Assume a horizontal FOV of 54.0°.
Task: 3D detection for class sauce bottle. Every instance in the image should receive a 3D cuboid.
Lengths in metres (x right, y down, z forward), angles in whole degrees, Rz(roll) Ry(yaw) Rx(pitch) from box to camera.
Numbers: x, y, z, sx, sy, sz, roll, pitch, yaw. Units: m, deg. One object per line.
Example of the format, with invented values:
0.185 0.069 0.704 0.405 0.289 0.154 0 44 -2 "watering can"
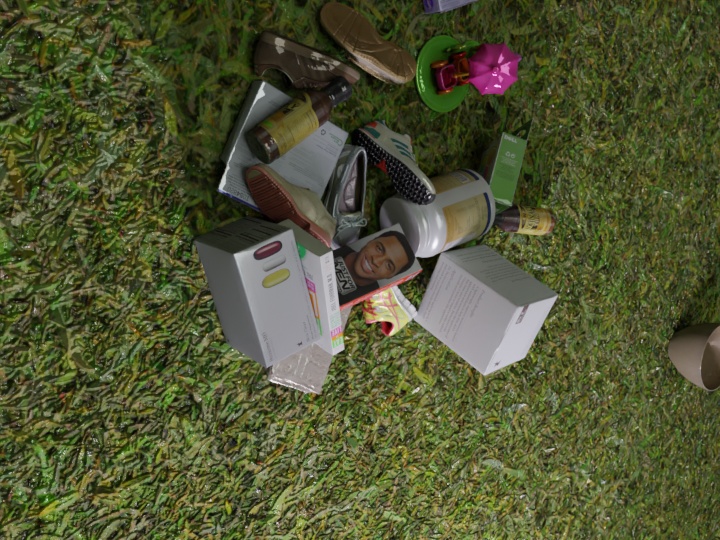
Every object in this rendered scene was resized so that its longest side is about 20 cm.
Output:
-0.096 -0.254 1.169 0.200 0.065 0.065 -42 121 -24 "sauce bottle"
0.350 -0.115 1.585 0.199 0.066 0.067 0 100 -35 "sauce bottle"

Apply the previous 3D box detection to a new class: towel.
-0.097 0.125 1.322 0.132 0.034 0.201 27 82 -38 "towel"

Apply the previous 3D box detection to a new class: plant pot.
1.005 0.243 2.110 0.199 0.134 0.202 -9 105 -36 "plant pot"

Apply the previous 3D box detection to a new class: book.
-0.082 0.029 1.178 0.048 0.133 0.201 -27 129 -27 "book"

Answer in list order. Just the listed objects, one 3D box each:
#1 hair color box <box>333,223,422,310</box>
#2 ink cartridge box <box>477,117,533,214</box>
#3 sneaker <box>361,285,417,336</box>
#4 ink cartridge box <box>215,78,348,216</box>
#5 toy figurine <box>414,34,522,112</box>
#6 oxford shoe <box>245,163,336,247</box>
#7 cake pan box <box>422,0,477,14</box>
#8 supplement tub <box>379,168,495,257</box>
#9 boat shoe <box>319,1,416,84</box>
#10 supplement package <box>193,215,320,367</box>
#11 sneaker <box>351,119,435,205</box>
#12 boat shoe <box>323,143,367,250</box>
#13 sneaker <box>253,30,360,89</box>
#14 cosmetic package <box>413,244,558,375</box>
0.000 0.000 1.280 0.199 0.061 0.102 -24 81 -21 "hair color box"
0.292 -0.223 1.477 0.059 0.104 0.201 18 78 -9 "ink cartridge box"
0.032 0.058 1.378 0.090 0.078 0.200 -49 122 -10 "sneaker"
-0.137 -0.191 1.218 0.199 0.040 0.201 26 85 -37 "ink cartridge box"
0.237 -0.391 1.366 0.199 0.184 0.151 -29 116 -29 "toy figurine"
-0.115 -0.116 1.197 0.200 0.070 0.074 49 48 -33 "oxford shoe"
0.192 -0.614 1.369 0.199 0.052 0.185 -29 118 -29 "cake pan box"
0.150 -0.110 1.386 0.199 0.144 0.146 -21 112 -32 "supplement tub"
0.005 -0.396 1.264 0.199 0.069 0.074 35 74 -15 "boat shoe"
-0.171 0.031 1.168 0.110 0.155 0.201 -26 115 -29 "supplement package"
0.080 -0.209 1.304 0.093 0.200 0.071 -37 162 -31 "sneaker"
-0.022 -0.129 1.301 0.074 0.065 0.204 -2 104 -36 "boat shoe"
-0.095 -0.345 1.213 0.199 0.070 0.076 12 111 -35 "sneaker"
0.250 0.073 1.421 0.164 0.200 0.166 -11 131 -48 "cosmetic package"
